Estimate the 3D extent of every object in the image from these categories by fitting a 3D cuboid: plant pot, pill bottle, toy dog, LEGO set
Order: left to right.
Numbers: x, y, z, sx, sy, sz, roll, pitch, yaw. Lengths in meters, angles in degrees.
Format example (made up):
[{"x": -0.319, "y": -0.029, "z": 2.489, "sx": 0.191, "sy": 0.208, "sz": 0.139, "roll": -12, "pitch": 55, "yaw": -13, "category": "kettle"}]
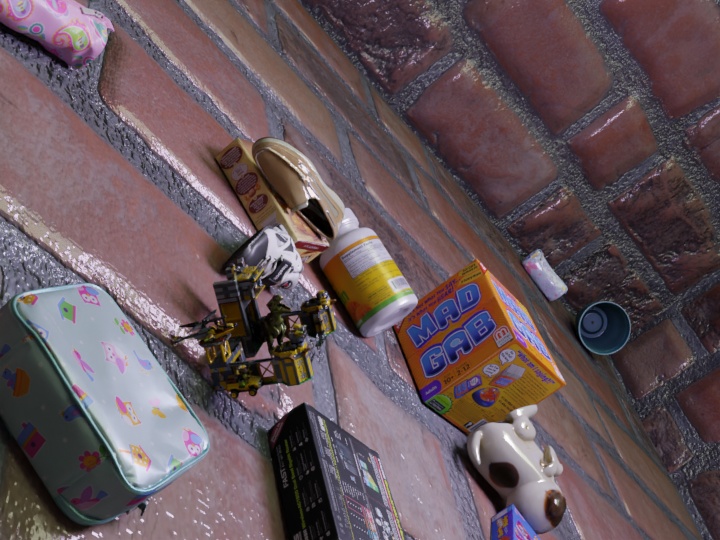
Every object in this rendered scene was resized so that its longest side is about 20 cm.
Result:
[{"x": -0.111, "y": 0.049, "z": 1.104, "sx": 0.200, "sy": 0.152, "sz": 0.117, "roll": -50, "pitch": 131, "yaw": -62, "category": "LEGO set"}, {"x": 0.000, "y": 0.000, "z": 1.608, "sx": 0.201, "sy": 0.111, "sz": 0.111, "roll": 58, "pitch": 16, "yaw": 14, "category": "pill bottle"}, {"x": 0.277, "y": 0.349, "z": 1.636, "sx": 0.201, "sy": 0.139, "sz": 0.193, "roll": 61, "pitch": 19, "yaw": 20, "category": "toy dog"}, {"x": 0.909, "y": 0.209, "z": 3.677, "sx": 0.201, "sy": 0.199, "sz": 0.188, "roll": 52, "pitch": 1, "yaw": -5, "category": "plant pot"}]

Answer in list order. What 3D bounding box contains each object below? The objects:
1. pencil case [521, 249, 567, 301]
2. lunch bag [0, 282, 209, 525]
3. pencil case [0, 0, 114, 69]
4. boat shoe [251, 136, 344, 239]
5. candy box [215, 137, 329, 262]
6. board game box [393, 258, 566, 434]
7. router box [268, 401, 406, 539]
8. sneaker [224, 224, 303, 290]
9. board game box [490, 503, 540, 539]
[{"x": 0.690, "y": 0.017, "z": 3.597, "sx": 0.201, "sy": 0.090, "sz": 0.083, "roll": 54, "pitch": 15, "yaw": -2, "category": "pencil case"}, {"x": -0.221, "y": 0.110, "z": 0.807, "sx": 0.201, "sy": 0.077, "sz": 0.160, "roll": 55, "pitch": 15, "yaw": 5, "category": "lunch bag"}, {"x": -0.401, "y": -0.326, "z": 1.187, "sx": 0.200, "sy": 0.087, "sz": 0.088, "roll": 26, "pitch": 31, "yaw": -57, "category": "pencil case"}, {"x": -0.094, "y": -0.123, "z": 1.486, "sx": 0.200, "sy": 0.071, "sz": 0.077, "roll": 40, "pitch": 38, "yaw": -31, "category": "boat shoe"}, {"x": -0.140, "y": -0.110, "z": 1.536, "sx": 0.201, "sy": 0.055, "sz": 0.115, "roll": 59, "pitch": 18, "yaw": 15, "category": "candy box"}, {"x": 0.213, "y": 0.148, "z": 1.746, "sx": 0.200, "sy": 0.199, "sz": 0.201, "roll": 40, "pitch": 21, "yaw": -42, "category": "board game box"}, {"x": -0.021, "y": 0.265, "z": 1.078, "sx": 0.150, "sy": 0.062, "sz": 0.201, "roll": 41, "pitch": 19, "yaw": -36, "category": "router box"}, {"x": -0.122, "y": -0.012, "z": 1.349, "sx": 0.089, "sy": 0.074, "sz": 0.200, "roll": 52, "pitch": 16, "yaw": 2, "category": "sneaker"}, {"x": 0.284, "y": 0.489, "z": 1.525, "sx": 0.201, "sy": 0.045, "sz": 0.135, "roll": 52, "pitch": 16, "yaw": -6, "category": "board game box"}]
